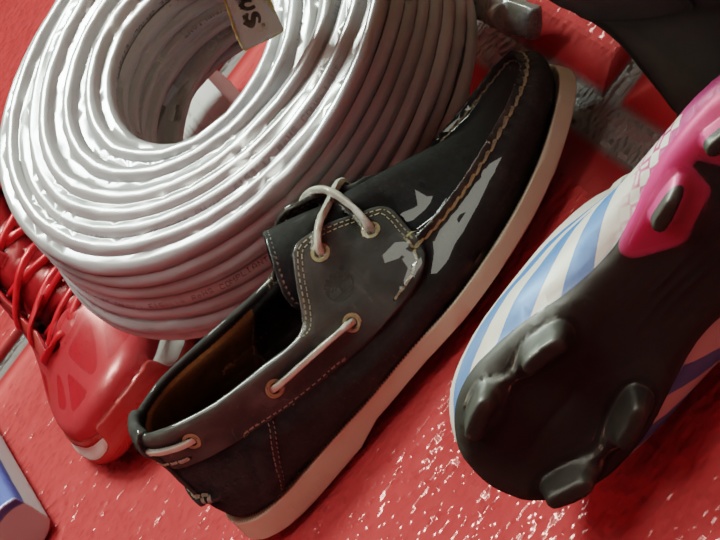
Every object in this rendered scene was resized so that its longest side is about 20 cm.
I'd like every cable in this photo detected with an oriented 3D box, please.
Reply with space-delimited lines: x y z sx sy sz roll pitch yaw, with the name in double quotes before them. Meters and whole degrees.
"cable" -0.050 -0.069 1.061 0.200 0.069 0.200 -50 43 -1

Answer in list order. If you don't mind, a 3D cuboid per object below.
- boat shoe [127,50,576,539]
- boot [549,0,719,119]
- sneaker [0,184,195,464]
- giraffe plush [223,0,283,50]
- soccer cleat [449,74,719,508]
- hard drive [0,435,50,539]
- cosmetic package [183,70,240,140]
"boat shoe" 0.000 0.000 0.959 0.200 0.068 0.072 -50 19 6
"boot" 0.147 -0.097 0.761 0.199 0.138 0.078 -4 64 33
"sneaker" -0.144 0.008 1.178 0.078 0.115 0.200 -53 21 3
"giraffe plush" -0.030 -0.156 0.899 0.173 0.200 0.162 -48 30 -22
"soccer cleat" 0.098 -0.017 0.773 0.200 0.070 0.086 -42 14 22
"hard drive" -0.203 0.130 1.244 0.132 0.025 0.200 -54 21 1
"cosmetic package" -0.077 -0.043 1.205 0.083 0.051 0.200 -52 21 5
